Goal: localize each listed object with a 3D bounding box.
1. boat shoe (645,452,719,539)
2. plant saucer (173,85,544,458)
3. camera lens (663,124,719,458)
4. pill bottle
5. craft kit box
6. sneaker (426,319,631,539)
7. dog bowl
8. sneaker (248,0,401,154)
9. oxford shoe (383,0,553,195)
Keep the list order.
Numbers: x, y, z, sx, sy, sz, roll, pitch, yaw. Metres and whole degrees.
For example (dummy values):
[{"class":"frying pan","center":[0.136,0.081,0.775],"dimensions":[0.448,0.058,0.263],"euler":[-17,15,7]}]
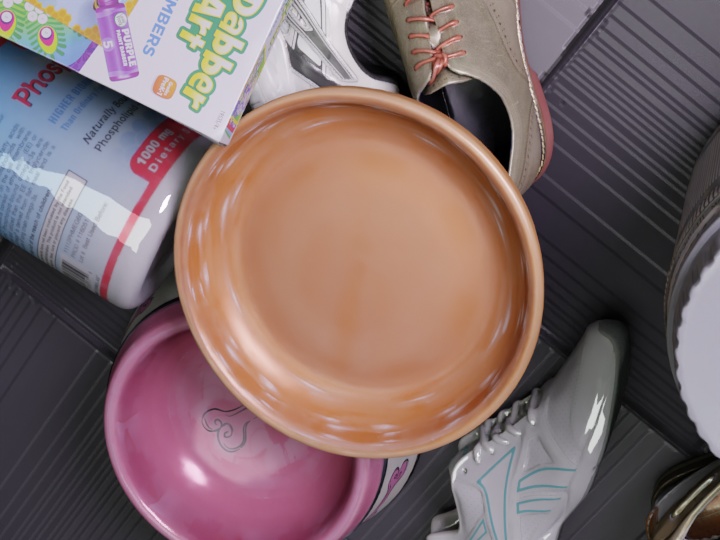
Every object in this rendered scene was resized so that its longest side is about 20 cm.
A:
[{"class":"boat shoe","center":[0.247,0.114,0.827],"dimensions":[0.199,0.068,0.075],"euler":[-35,99,25]},{"class":"plant saucer","center":[0.000,0.000,0.793],"dimensions":[0.198,0.037,0.202],"euler":[6,112,15]},{"class":"camera lens","center":[0.226,0.002,0.714],"dimensions":[0.158,0.200,0.161],"euler":[6,113,14]},{"class":"pill bottle","center":[-0.185,-0.073,0.859],"dimensions":[0.199,0.109,0.109],"euler":[31,117,2]},{"class":"craft kit box","center":[-0.113,-0.193,0.742],"dimensions":[0.196,0.049,0.201],"euler":[24,93,-3]},{"class":"sneaker","center":[0.094,0.110,0.871],"dimensions":[0.080,0.070,0.202],"euler":[26,117,8]},{"class":"dog bowl","center":[-0.064,0.089,0.908],"dimensions":[0.198,0.074,0.202],"euler":[6,112,15]},{"class":"sneaker","center":[-0.041,-0.163,0.811],"dimensions":[0.087,0.076,0.201],"euler":[-22,106,5]},{"class":"oxford shoe","center":[0.049,-0.127,0.785],"dimensions":[0.070,0.075,0.201],"euler":[-20,105,23]}]
